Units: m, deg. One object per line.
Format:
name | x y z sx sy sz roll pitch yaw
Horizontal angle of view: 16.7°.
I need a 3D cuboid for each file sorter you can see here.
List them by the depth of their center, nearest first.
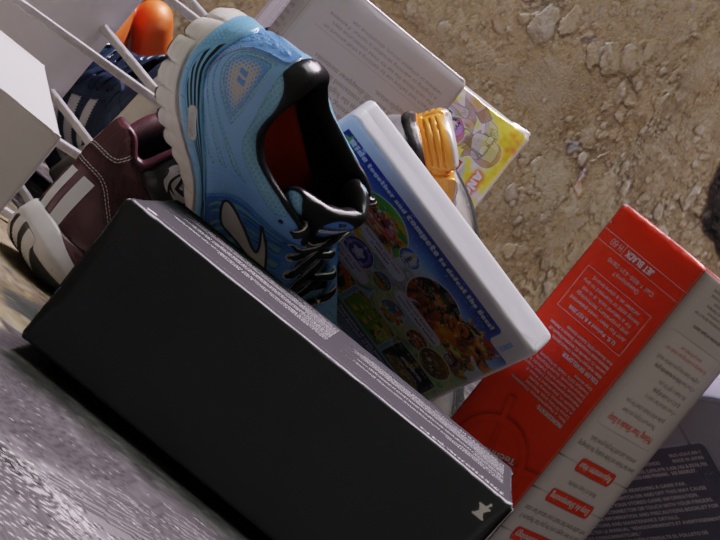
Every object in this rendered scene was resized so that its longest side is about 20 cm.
file sorter | -0.159 -0.135 1.254 0.139 0.200 0.125 35 10 -38

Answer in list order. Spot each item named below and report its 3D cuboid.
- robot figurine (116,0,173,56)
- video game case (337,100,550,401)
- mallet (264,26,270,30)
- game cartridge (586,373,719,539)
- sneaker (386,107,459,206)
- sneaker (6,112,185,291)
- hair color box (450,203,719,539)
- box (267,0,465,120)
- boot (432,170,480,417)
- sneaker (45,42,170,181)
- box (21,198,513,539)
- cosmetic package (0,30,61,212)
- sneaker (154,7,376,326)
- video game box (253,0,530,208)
robot figurine | -0.198 -0.159 1.530 0.200 0.144 0.117 127 -58 -75
video game case | -0.005 0.007 1.228 0.143 0.018 0.200 53 -34 -5
mallet | -0.051 -0.048 1.478 0.041 0.066 0.201 -24 -102 60
game cartridge | 0.149 0.111 1.335 0.200 0.041 0.133 -12 -59 43
sneaker | 0.000 0.000 1.293 0.077 0.200 0.078 3 31 -10
sneaker | -0.069 -0.010 1.206 0.200 0.116 0.076 34 6 -42
hair color box | 0.106 0.073 1.229 0.061 0.200 0.101 41 5 30
box | -0.045 -0.061 1.367 0.097 0.200 0.124 39 5 -9
boot | 0.025 0.012 1.426 0.068 0.201 0.131 -4 -12 14
sneaker | -0.146 -0.104 1.378 0.085 0.075 0.200 63 -29 -1
box | -0.034 0.059 1.045 0.200 0.079 0.141 39 1 2
cosmetic package | -0.175 -0.057 1.061 0.051 0.083 0.200 37 5 -15
sneaker | -0.037 -0.018 1.131 0.090 0.078 0.200 20 -48 40
video game box | -0.026 -0.061 1.526 0.182 0.200 0.047 39 -4 2
